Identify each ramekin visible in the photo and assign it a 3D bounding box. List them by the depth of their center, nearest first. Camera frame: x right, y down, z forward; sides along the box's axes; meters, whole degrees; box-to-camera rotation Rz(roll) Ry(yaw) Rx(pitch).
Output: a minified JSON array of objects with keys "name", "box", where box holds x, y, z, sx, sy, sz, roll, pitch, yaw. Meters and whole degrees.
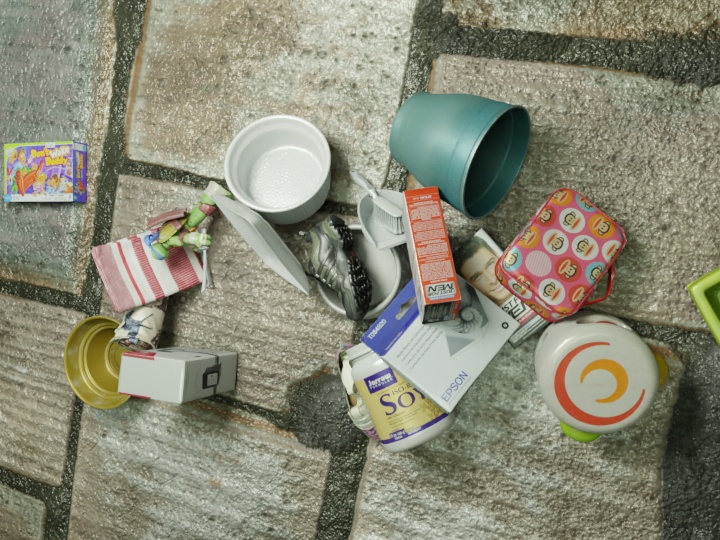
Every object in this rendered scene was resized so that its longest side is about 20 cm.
[{"name":"ramekin","box":[-0.150,-0.186,1.222,0.200,0.098,0.201,-1,71,4]}]

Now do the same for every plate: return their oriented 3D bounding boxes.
[{"name":"plate","box":[-0.180,-0.056,1.193,0.032,0.200,0.199,-44,36,-11]}]

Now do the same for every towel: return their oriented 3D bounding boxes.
[{"name":"towel","box":[-0.430,-0.011,1.316,0.144,0.200,0.023,64,148,6]}]

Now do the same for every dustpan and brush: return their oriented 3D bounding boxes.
[{"name":"dustpan and brush","box":[0.034,-0.126,1.199,0.200,0.139,0.057,44,144,42]}]

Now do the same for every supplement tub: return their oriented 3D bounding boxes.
[{"name":"supplement tub","box":[0.070,0.211,1.164,0.145,0.145,0.200,-28,83,17]}]

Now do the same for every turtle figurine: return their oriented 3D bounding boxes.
[{"name":"turtle figurine","box":[-0.313,-0.072,1.297,0.200,0.144,0.194,34,87,14]}]

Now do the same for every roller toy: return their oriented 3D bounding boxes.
[{"name":"roller toy","box":[0.386,0.161,1.060,0.200,0.140,0.183,-36,91,14]}]

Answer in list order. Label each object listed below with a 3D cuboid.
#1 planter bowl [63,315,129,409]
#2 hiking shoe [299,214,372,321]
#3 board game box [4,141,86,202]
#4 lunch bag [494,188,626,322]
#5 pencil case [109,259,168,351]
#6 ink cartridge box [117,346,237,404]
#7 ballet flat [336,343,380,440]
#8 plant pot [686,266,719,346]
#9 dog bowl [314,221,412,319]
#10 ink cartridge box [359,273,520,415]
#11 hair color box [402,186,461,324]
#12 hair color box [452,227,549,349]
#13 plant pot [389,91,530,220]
[{"name":"planter bowl","box":[-0.542,0.195,1.403,0.200,0.083,0.201,1,92,18]},{"name":"hiking shoe","box":[-0.047,0.004,1.184,0.101,0.076,0.200,-24,77,29]},{"name":"board game box","box":[-0.725,-0.224,1.471,0.199,0.045,0.135,1,92,19]},{"name":"lunch bag","box":[0.344,-0.018,1.068,0.176,0.082,0.200,40,78,10]},{"name":"pencil case","box":[-0.449,0.069,1.334,0.078,0.089,0.200,-18,56,41]},{"name":"ink cartridge box","box":[-0.358,0.204,1.282,0.145,0.200,0.084,4,89,18]},{"name":"ballet flat","box":[-0.005,0.239,1.230,0.069,0.071,0.200,-21,85,18]},{"name":"plant pot","box":[0.621,0.058,0.956,0.200,0.181,0.199,-31,82,17]},{"name":"dog bowl","box":[0.000,0.000,1.228,0.200,0.059,0.201,0,91,19]},{"name":"ink cartridge box","box":[0.134,0.105,1.091,0.200,0.041,0.200,38,77,14]},{"name":"hair color box","box":[0.115,-0.024,1.060,0.064,0.111,0.200,-8,69,0]},{"name":"hair color box","box":[0.249,0.030,1.144,0.099,0.061,0.200,-43,78,15]},{"name":"plant pot","box":[0.159,-0.216,1.105,0.188,0.200,0.200,31,101,29]}]
